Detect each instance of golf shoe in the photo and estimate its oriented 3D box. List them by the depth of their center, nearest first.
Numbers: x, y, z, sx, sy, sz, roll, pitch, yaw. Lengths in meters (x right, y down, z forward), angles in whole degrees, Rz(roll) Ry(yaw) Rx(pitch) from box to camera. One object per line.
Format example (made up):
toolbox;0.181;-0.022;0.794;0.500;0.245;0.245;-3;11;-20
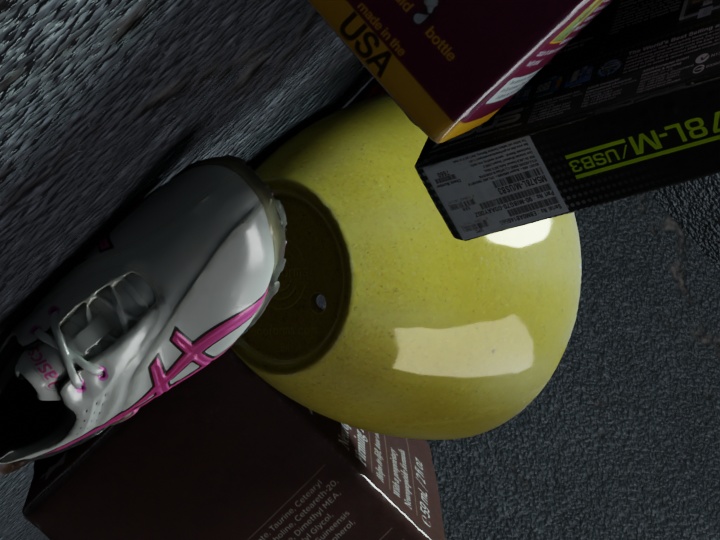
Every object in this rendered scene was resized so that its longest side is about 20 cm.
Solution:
golf shoe;-0.105;0.028;0.835;0.200;0.073;0.092;-45;176;37

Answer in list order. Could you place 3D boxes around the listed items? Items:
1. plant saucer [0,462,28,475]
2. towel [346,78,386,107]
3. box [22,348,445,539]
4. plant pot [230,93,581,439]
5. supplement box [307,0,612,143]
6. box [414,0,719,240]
plant saucer;-0.147;0.048;1.039;0.200;0.032;0.200;-44;177;-3
towel;0.069;-0.080;1.080;0.200;0.145;0.023;-44;158;23
box;-0.075;0.129;1.169;0.164;0.200;0.166;-43;-165;11
plant pot;0.000;0.000;1.026;0.200;0.201;0.141;-44;158;31
supplement box;0.079;-0.146;0.660;0.200;0.086;0.110;-43;178;16
box;0.136;-0.106;0.768;0.198;0.048;0.194;-15;-151;31
